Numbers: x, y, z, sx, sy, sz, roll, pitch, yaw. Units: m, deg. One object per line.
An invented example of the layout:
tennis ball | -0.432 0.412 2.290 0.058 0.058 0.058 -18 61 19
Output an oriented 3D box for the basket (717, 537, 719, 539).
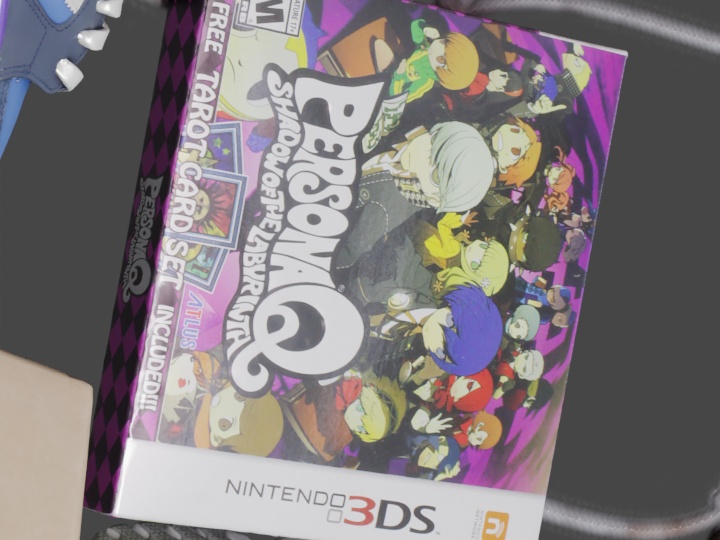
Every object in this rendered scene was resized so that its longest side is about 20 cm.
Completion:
basket | 0.162 0.226 1.104 0.200 0.143 0.149 -44 119 -16

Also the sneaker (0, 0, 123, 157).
sneaker | -0.071 -0.105 0.892 0.146 0.081 0.201 8 91 -27

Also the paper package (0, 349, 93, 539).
paper package | -0.195 0.100 0.851 0.200 0.103 0.191 22 57 -30

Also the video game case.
video game case | 0.000 0.000 1.015 0.181 0.036 0.201 11 90 -31

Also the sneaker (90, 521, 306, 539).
sneaker | -0.019 0.143 1.035 0.200 0.075 0.082 11 110 -25
